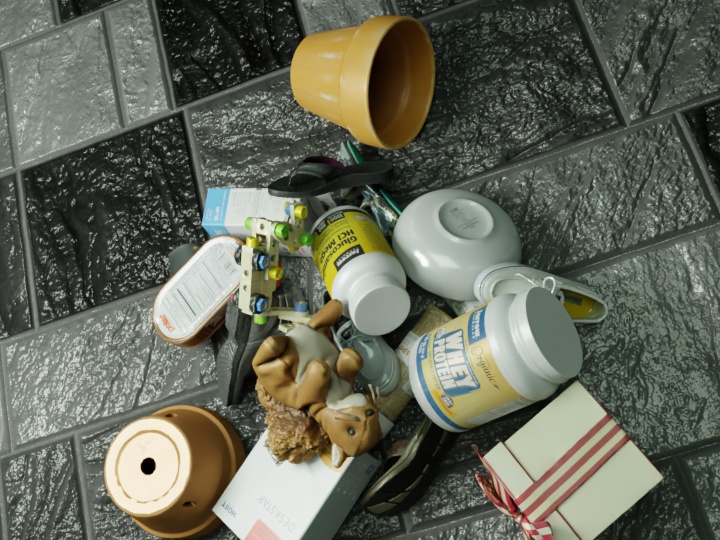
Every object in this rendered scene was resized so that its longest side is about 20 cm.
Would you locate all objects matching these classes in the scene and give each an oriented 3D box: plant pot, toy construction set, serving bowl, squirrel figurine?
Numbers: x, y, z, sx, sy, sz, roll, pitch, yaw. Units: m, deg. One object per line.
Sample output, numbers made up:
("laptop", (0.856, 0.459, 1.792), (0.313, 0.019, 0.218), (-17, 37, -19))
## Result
("plant pot", (-0.006, -0.308, 1.307), (0.182, 0.200, 0.202), (16, 77, 32))
("toy construction set", (-0.119, 0.001, 1.170), (0.091, 0.131, 0.203), (-3, 96, 35))
("serving bowl", (0.148, -0.053, 1.202), (0.197, 0.066, 0.202), (5, 48, -5))
("plant pot", (-0.285, 0.295, 1.205), (0.197, 0.140, 0.203), (-3, 74, 12))
("squirrel figurine", (-0.054, 0.179, 1.101), (0.187, 0.141, 0.201), (48, 131, 14))

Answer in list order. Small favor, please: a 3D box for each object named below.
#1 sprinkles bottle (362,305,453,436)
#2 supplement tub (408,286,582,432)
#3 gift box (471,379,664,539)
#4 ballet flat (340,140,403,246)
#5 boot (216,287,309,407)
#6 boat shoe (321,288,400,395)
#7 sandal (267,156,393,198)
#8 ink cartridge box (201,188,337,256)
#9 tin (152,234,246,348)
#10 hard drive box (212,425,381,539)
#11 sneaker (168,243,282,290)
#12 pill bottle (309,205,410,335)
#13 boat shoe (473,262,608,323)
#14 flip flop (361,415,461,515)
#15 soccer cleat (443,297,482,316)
("sprinkles bottle", (0.069, 0.149, 1.206), (0.068, 0.068, 0.201), (36, 84, 20))
("supplement tub", (0.177, 0.118, 1.082), (0.199, 0.144, 0.146), (-32, 65, 36))
("gift box", (0.260, 0.265, 1.063), (0.186, 0.200, 0.185), (-40, 64, 0))
("ballet flat", (0.009, -0.120, 1.304), (0.074, 0.074, 0.201), (-35, 66, 0))
("boot", (-0.146, 0.123, 1.252), (0.130, 0.202, 0.070), (0, 33, -29))
("boat shoe", (-0.010, 0.100, 1.202), (0.070, 0.071, 0.201), (-41, 45, 9))
("sandal", (-0.047, -0.151, 1.231), (0.198, 0.049, 0.075), (-13, 27, -16))
("ink cartridge box", (-0.136, -0.075, 1.292), (0.197, 0.116, 0.068), (1, 67, 14))
("tin", (-0.240, 0.031, 1.256), (0.200, 0.042, 0.112), (-45, 59, 6))
("hard drive box", (-0.092, 0.311, 1.169), (0.155, 0.077, 0.201), (28, 81, 37))
("sneaker", (-0.225, -0.001, 1.313), (0.197, 0.075, 0.108), (-11, 75, 11))
("pill bottle", (0.000, 0.000, 1.184), (0.112, 0.113, 0.201), (-32, 39, 2))
("boat shoe", (0.260, 0.043, 1.137), (0.200, 0.086, 0.076), (13, 100, -20))
("flip flop", (0.073, 0.267, 1.172), (0.201, 0.081, 0.057), (-56, 35, 1))
("soccer cleat", (0.178, 0.071, 1.198), (0.199, 0.070, 0.087), (33, 66, 18))
